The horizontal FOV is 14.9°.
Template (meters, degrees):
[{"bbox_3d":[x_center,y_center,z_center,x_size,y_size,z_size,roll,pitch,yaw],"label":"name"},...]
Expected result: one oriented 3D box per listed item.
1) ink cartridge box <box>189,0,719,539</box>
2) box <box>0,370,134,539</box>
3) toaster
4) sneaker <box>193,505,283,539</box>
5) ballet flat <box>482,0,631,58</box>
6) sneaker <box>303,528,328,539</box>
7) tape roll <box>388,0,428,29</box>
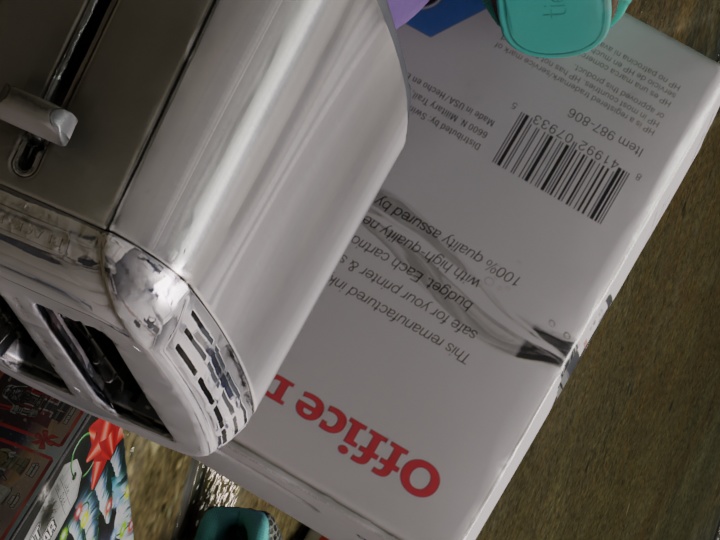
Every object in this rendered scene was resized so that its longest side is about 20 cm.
[{"bbox_3d":[0.016,-0.009,0.954,0.201,0.144,0.084,-58,172,-14],"label":"ink cartridge box"},{"bbox_3d":[-0.133,0.140,0.864,0.137,0.040,0.201,89,24,-50],"label":"box"},{"bbox_3d":[-0.059,-0.033,0.783,0.130,0.113,0.200,-63,166,-15],"label":"toaster"},{"bbox_3d":[-0.077,0.169,1.083,0.200,0.077,0.092,-59,146,-49],"label":"sneaker"},{"bbox_3d":[0.059,-0.151,0.854,0.201,0.067,0.071,86,3,-57],"label":"ballet flat"},{"bbox_3d":[-0.001,0.167,1.297,0.077,0.081,0.201,92,22,-49],"label":"sneaker"},{"bbox_3d":[-0.003,-0.181,0.853,0.200,0.084,0.201,18,90,-76],"label":"tape roll"}]
